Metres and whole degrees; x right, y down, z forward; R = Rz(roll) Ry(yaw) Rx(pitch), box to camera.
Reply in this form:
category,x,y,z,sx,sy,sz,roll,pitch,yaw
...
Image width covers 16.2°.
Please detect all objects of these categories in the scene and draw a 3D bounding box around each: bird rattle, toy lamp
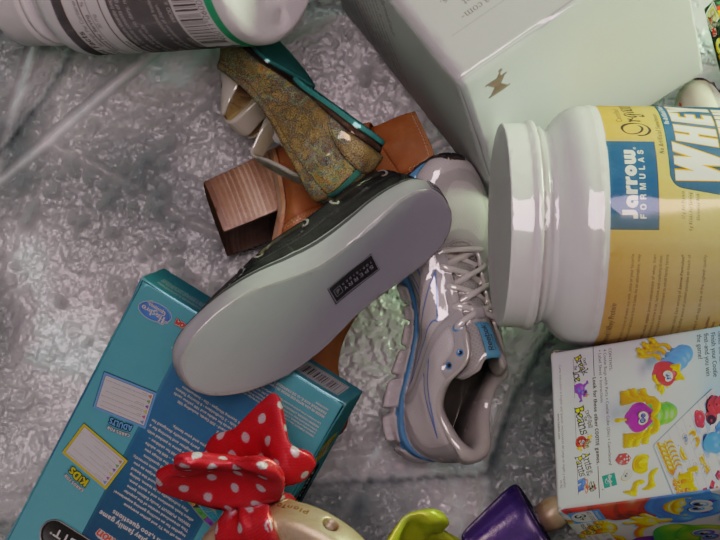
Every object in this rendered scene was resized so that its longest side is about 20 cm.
category,x,y,z,sx,sy,sz,roll,pitch,yaw
bird rattle,-0.042,0.184,1.513,0.199,0.113,0.164,26,121,-3
toy lamp,0.157,0.133,1.600,0.199,0.058,0.058,-29,77,3

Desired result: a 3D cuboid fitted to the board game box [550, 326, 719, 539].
category,x,y,z,sx,sy,sz,roll,pitch,yaw
board game box,0.223,0.098,1.495,0.199,0.103,0.106,-9,62,19

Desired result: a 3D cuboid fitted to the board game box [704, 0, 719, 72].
category,x,y,z,sx,sy,sz,roll,pitch,yaw
board game box,0.332,-0.141,1.661,0.199,0.023,0.105,-11,75,-13

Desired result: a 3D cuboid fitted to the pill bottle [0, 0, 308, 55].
category,x,y,z,sx,sy,sz,roll,pitch,yaw
pill bottle,-0.140,-0.196,1.632,0.199,0.113,0.114,1,75,33

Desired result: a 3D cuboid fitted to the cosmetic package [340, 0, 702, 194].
category,x,y,z,sx,sy,sz,roll,pitch,yaw
cosmetic package,0.088,-0.189,1.606,0.167,0.167,0.200,-33,61,-5

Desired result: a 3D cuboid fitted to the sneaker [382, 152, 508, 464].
category,x,y,z,sx,sy,sz,roll,pitch,yaw
sneaker,0.065,0.027,1.592,0.075,0.087,0.201,-4,98,-29

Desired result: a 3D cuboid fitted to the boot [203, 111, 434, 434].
category,x,y,z,sx,sy,sz,roll,pitch,yaw
boot,0.000,0.000,1.638,0.154,0.074,0.201,-19,79,-6

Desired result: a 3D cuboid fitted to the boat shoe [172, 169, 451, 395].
category,x,y,z,sx,sy,sz,roll,pitch,yaw
boat shoe,-0.035,0.006,1.539,0.199,0.069,0.057,-33,36,-17

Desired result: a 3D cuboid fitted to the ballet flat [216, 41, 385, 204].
category,x,y,z,sx,sy,sz,roll,pitch,yaw
ballet flat,-0.054,-0.104,1.630,0.071,0.071,0.200,-37,41,-6

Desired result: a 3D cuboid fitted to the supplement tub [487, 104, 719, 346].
category,x,y,z,sx,sy,sz,roll,pitch,yaw
supplement tub,0.181,-0.026,1.525,0.199,0.145,0.146,0,77,-4

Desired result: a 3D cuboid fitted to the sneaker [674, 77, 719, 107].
category,x,y,z,sx,sy,sz,roll,pitch,yaw
sneaker,0.193,-0.029,1.636,0.093,0.070,0.201,3,80,-3

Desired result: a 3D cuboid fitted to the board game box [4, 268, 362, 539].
category,x,y,z,sx,sy,sz,roll,pitch,yaw
board game box,-0.112,0.124,1.588,0.150,0.047,0.201,31,104,9
